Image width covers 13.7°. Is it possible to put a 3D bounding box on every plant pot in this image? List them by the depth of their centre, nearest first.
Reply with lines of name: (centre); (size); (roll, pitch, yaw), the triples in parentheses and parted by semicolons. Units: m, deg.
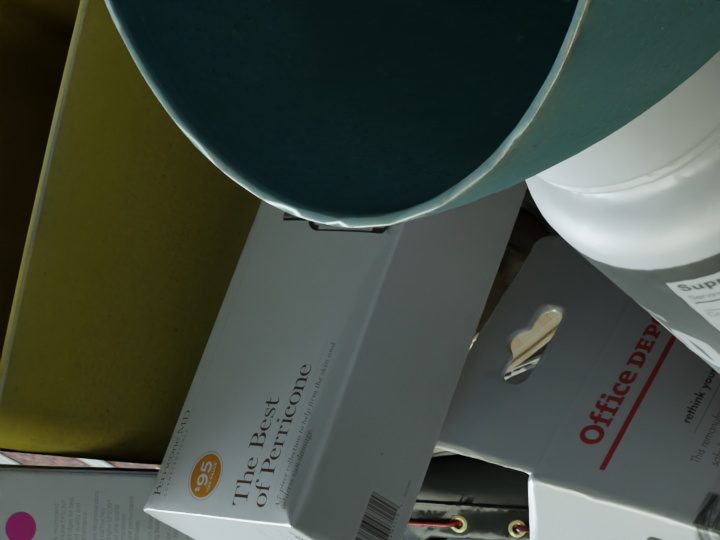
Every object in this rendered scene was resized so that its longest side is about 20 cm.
plant pot: (0.038, -0.120, 0.674); (0.134, 0.201, 0.200); (-13, -174, -36)
plant pot: (-0.099, -0.018, 1.122); (0.176, 0.201, 0.199); (19, 168, -38)

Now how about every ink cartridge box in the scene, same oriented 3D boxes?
ink cartridge box: (0.133, 0.068, 1.016); (0.199, 0.116, 0.067); (15, 137, 22)
ink cartridge box: (-0.096, 0.084, 1.057); (0.199, 0.037, 0.095); (6, 176, -25)

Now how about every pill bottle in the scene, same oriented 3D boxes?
pill bottle: (0.120, -0.034, 0.912); (0.113, 0.114, 0.200); (5, 157, 42)

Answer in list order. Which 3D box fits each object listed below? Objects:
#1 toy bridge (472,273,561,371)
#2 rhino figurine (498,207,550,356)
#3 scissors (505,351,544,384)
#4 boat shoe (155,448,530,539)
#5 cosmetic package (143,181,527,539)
toy bridge: (0.036, 0.021, 1.124); (0.199, 0.067, 0.027); (-26, 116, 33)
rhino figurine: (0.053, 0.020, 1.248); (0.087, 0.060, 0.200); (9, 162, 18)
scissors: (0.094, 0.019, 1.096); (0.199, 0.014, 0.073); (-19, 167, 5)
boat shoe: (0.016, 0.086, 1.175); (0.200, 0.064, 0.074); (-5, -170, 15)
cosmetic package: (0.000, 0.000, 1.009); (0.051, 0.201, 0.082); (32, 160, -35)
